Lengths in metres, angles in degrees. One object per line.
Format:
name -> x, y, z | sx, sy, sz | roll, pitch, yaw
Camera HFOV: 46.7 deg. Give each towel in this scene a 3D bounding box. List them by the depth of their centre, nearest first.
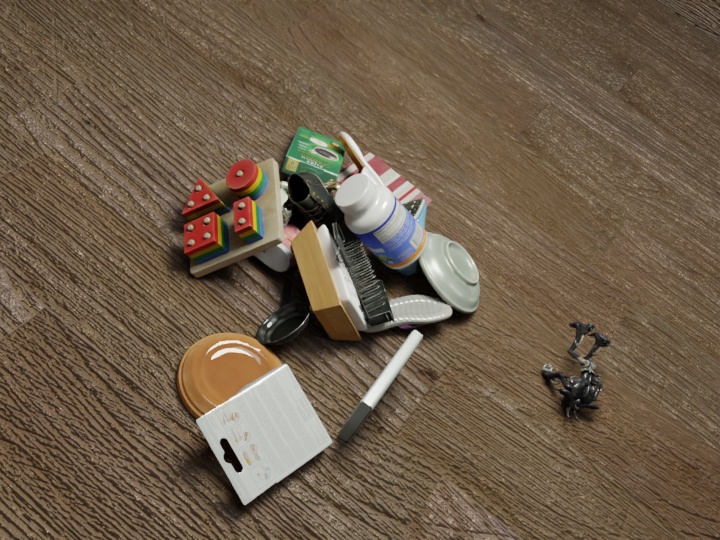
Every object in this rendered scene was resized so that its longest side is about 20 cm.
towel -> 0.049, -0.181, 1.915 | 0.200, 0.023, 0.144 | 40, 50, 12

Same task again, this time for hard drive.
hard drive -> 0.038, 0.208, 1.514 | 0.026, 0.132, 0.200 | 35, 47, 6

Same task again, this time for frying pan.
frying pan -> -0.153, 0.089, 1.584 | 0.115, 0.031, 0.190 | -34, 26, -6

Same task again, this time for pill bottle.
pill bottle -> 0.038, -0.100, 1.667 | 0.200, 0.112, 0.112 | 44, 36, -37

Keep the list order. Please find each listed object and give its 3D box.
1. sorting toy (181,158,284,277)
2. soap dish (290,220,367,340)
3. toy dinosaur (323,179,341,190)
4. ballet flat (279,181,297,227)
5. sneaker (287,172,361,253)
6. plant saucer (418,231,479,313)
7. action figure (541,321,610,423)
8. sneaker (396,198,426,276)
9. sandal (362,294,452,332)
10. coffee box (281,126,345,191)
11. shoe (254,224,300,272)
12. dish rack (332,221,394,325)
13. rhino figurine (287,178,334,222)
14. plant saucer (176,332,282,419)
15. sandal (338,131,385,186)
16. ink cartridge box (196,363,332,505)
sorting toy -> -0.255, -0.115, 1.598 | 0.070, 0.200, 0.199 | 45, 30, -50
soap dish -> -0.062, 0.027, 1.607 | 0.081, 0.157, 0.200 | -23, 58, 3
toy dinosaur -> 0.010, -0.137, 1.769 | 0.200, 0.058, 0.101 | 31, 23, -33
ballet flat -> -0.159, -0.142, 1.687 | 0.072, 0.072, 0.200 | 21, 23, -7
sneaker -> -0.079, -0.109, 1.673 | 0.200, 0.075, 0.106 | 53, 15, 5
plant saucer -> 0.199, -0.006, 1.764 | 0.200, 0.050, 0.200 | 37, 32, -28
action figure -> 0.448, 0.215, 1.724 | 0.119, 0.102, 0.200 | 26, 73, -14
sneaker -> 0.107, -0.071, 1.819 | 0.090, 0.078, 0.200 | 47, 49, -36
sandal -> 0.085, 0.094, 1.691 | 0.202, 0.050, 0.083 | -6, 40, -13
coffee box -> -0.100, -0.250, 1.846 | 0.123, 0.044, 0.200 | 21, 28, -7
shoe -> -0.196, -0.075, 1.688 | 0.200, 0.072, 0.091 | 37, 31, 15
dish rack -> 0.000, 0.000, 1.608 | 0.054, 0.200, 0.153 | -23, 23, 3
rhino figurine -> -0.099, -0.145, 1.790 | 0.087, 0.060, 0.200 | -24, 62, -29
plant saucer -> -0.222, 0.191, 1.475 | 0.200, 0.037, 0.200 | 13, 50, -15
sandal -> -0.002, -0.208, 1.847 | 0.059, 0.079, 0.207 | -35, 89, -8
ink cartridge box -> -0.164, 0.272, 1.399 | 0.200, 0.057, 0.163 | -30, 88, -34
